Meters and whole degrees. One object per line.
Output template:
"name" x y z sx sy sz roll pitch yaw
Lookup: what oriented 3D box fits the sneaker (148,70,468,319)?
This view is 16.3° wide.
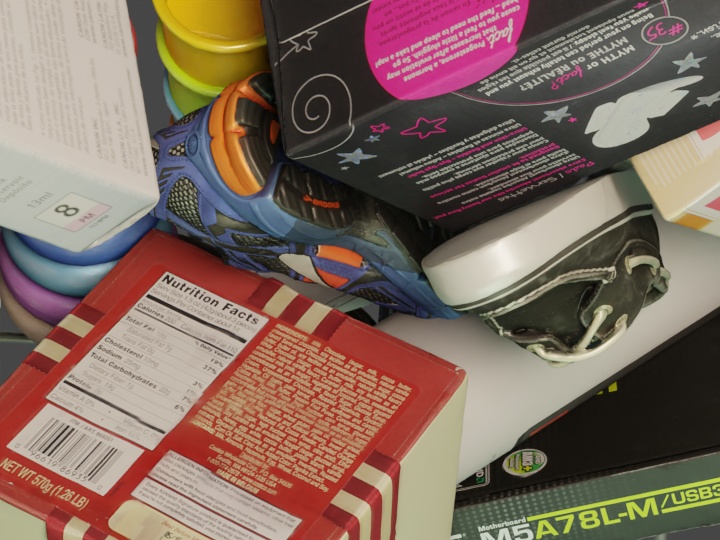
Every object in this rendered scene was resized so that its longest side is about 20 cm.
"sneaker" -0.018 -0.027 1.012 0.078 0.076 0.200 -10 156 31

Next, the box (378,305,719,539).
"box" 0.102 0.056 1.181 0.192 0.200 0.048 -14 120 12

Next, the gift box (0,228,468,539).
"gift box" -0.077 0.127 1.035 0.184 0.200 0.188 27 140 23

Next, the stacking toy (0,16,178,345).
"stacking toy" -0.115 -0.046 1.045 0.085 0.086 0.200 -4 149 -7

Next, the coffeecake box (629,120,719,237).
"coffeecake box" 0.202 -0.078 0.987 0.153 0.073 0.200 -37 157 22

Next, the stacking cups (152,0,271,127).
"stacking cups" -0.053 -0.073 1.040 0.060 0.061 0.200 -6 158 -4

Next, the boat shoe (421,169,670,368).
"boat shoe" 0.084 0.002 0.981 0.070 0.064 0.200 -23 178 23

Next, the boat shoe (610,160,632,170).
"boat shoe" 0.107 -0.074 1.055 0.199 0.070 0.071 -27 148 34

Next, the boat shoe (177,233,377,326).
"boat shoe" -0.065 0.031 1.233 0.076 0.072 0.200 -11 150 41

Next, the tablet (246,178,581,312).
"tablet" 0.000 0.000 1.149 0.199 0.014 0.130 -16 166 -40

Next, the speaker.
"speaker" 0.093 0.016 1.126 0.199 0.081 0.081 -31 161 -21

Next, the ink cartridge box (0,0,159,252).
"ink cartridge box" -0.158 -0.108 0.811 0.199 0.163 0.057 19 139 -42

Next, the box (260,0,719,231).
"box" 0.074 -0.117 0.890 0.199 0.133 0.115 -23 154 28
